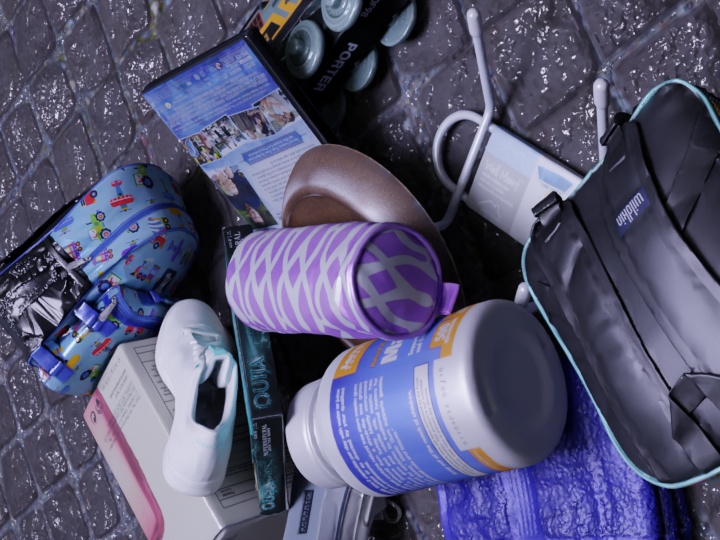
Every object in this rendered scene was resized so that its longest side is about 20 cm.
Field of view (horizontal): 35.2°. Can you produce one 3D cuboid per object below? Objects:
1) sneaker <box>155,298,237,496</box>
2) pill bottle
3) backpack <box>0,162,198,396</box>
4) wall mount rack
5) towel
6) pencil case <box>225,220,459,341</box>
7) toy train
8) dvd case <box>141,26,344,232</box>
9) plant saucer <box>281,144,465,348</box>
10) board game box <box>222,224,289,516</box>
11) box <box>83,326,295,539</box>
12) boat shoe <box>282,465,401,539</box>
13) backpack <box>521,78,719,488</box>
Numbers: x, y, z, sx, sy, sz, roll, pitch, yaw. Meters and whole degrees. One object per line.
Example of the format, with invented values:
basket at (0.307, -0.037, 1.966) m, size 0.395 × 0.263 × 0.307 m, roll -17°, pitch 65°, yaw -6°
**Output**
sneaker at (-0.130, 0.086, 0.965) m, size 0.202 × 0.074 × 0.089 m, roll -103°, pitch 28°, yaw -45°
pill bottle at (0.038, 0.098, 0.808) m, size 0.198 × 0.111 × 0.114 m, roll -21°, pitch 80°, yaw 42°
backpack at (-0.229, 0.005, 1.066) m, size 0.200 × 0.183 × 0.135 m, roll -44°, pitch 74°, yaw 0°
wall mount rack at (0.111, -0.075, 0.793) m, size 0.199 × 0.074 × 0.176 m, roll 37°, pitch 121°, yaw 34°
towel at (0.132, 0.143, 0.816) m, size 0.198 × 0.049 × 0.151 m, roll -19°, pitch 82°, yaw 44°
pencil case at (-0.023, 0.010, 0.816) m, size 0.199 × 0.085 × 0.085 m, roll 1°, pitch 66°, yaw 59°
toy train at (-0.034, -0.198, 0.923) m, size 0.200 × 0.084 × 0.115 m, roll -47°, pitch 53°, yaw 37°
dvd case at (-0.074, -0.093, 0.930) m, size 0.141 × 0.018 × 0.201 m, roll -16°, pitch 121°, yaw 43°
plant saucer at (0.000, 0.000, 0.884) m, size 0.199 × 0.032 × 0.203 m, roll 36°, pitch 143°, yaw 32°
board game box at (-0.088, 0.081, 0.947) m, size 0.137 × 0.028 × 0.202 m, roll 91°, pitch 169°, yaw -47°
box at (-0.145, 0.167, 1.036) m, size 0.201 × 0.127 × 0.109 m, roll 55°, pitch 129°, yaw 25°
boat shoe at (-0.006, 0.189, 0.943) m, size 0.074 × 0.085 × 0.205 m, roll -17°, pitch 54°, yaw 48°
backpack at (0.206, 0.021, 0.652) m, size 0.176 × 0.151 × 0.202 m, roll -49°, pitch 41°, yaw 35°
